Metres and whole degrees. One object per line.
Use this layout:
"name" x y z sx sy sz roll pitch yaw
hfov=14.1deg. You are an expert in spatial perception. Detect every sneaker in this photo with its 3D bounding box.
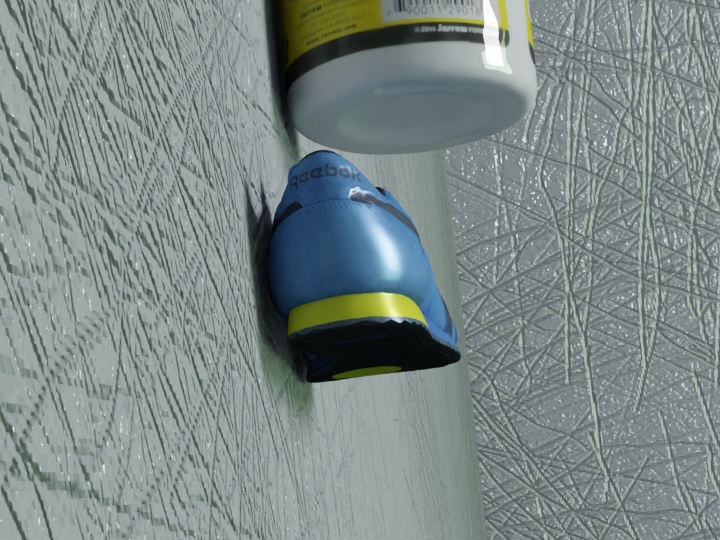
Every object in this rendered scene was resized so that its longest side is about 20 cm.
"sneaker" 0.000 0.000 1.163 0.200 0.066 0.079 63 17 -78

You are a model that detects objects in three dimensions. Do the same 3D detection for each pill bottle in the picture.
"pill bottle" 0.015 -0.161 1.291 0.111 0.111 0.201 70 15 -73
